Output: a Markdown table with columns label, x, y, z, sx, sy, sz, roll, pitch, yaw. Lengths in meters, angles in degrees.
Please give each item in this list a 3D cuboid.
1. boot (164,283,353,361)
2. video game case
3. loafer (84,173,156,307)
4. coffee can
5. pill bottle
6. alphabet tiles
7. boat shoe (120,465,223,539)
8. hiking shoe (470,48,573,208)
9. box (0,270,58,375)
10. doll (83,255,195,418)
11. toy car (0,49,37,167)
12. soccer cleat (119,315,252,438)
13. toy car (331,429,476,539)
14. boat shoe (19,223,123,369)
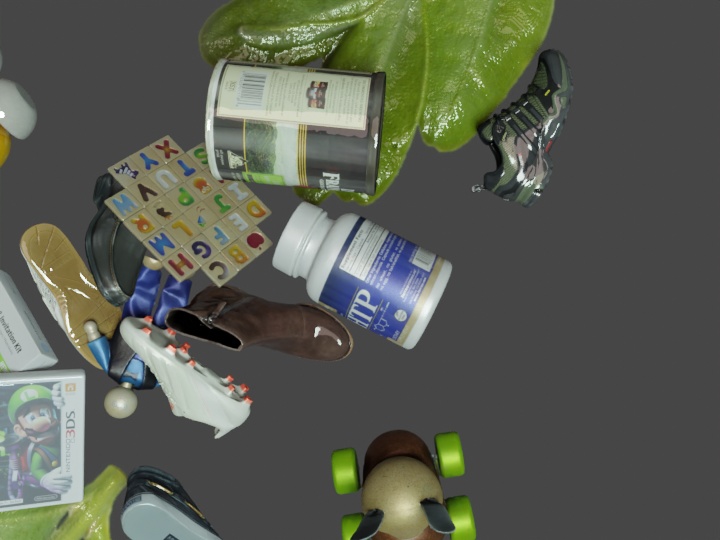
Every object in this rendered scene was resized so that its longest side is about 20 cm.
| label | x | y | z | sx | sy | sz | roll | pitch | yaw |
| --- | --- | --- | --- | --- | --- | --- | --- | --- | --- |
| boot | -0.114 | 0.076 | 0.813 | 0.198 | 0.166 | 0.073 | 20 | 101 | 6 |
| video game case | -0.436 | 0.208 | 0.822 | 0.198 | 0.023 | 0.184 | 0 | 109 | -24 |
| loafer | -0.283 | -0.050 | 0.835 | 0.071 | 0.073 | 0.202 | -17 | 56 | 7 |
| coffee can | -0.073 | -0.175 | 0.838 | 0.197 | 0.146 | 0.148 | 6 | 87 | 3 |
| pill bottle | 0.000 | 0.000 | 0.840 | 0.198 | 0.120 | 0.121 | 27 | 88 | 3 |
| alphabet tiles | -0.209 | -0.078 | 0.857 | 0.200 | 0.006 | 0.166 | 46 | 51 | 3 |
| boat shoe | -0.215 | 0.325 | 0.862 | 0.071 | 0.091 | 0.201 | -38 | 114 | 0 |
| hiking shoe | 0.201 | -0.186 | 0.865 | 0.099 | 0.076 | 0.202 | 13 | 89 | -1 |
| box | -0.497 | 0.117 | 0.858 | 0.199 | 0.041 | 0.156 | -39 | 66 | -6 |
| doll | -0.279 | 0.085 | 0.867 | 0.135 | 0.048 | 0.202 | 18 | 84 | -23 |
| toy car | -0.526 | -0.215 | 0.851 | 0.174 | 0.150 | 0.201 | -33 | 87 | 0 |
| soccer cleat | -0.221 | 0.135 | 0.841 | 0.078 | 0.069 | 0.200 | -45 | 113 | 4 |
| toy car | 0.050 | 0.276 | 0.785 | 0.162 | 0.200 | 0.160 | -10 | 87 | 1 |
| boat shoe | -0.365 | 0.033 | 0.880 | 0.071 | 0.069 | 0.202 | -33 | 106 | -31 |
